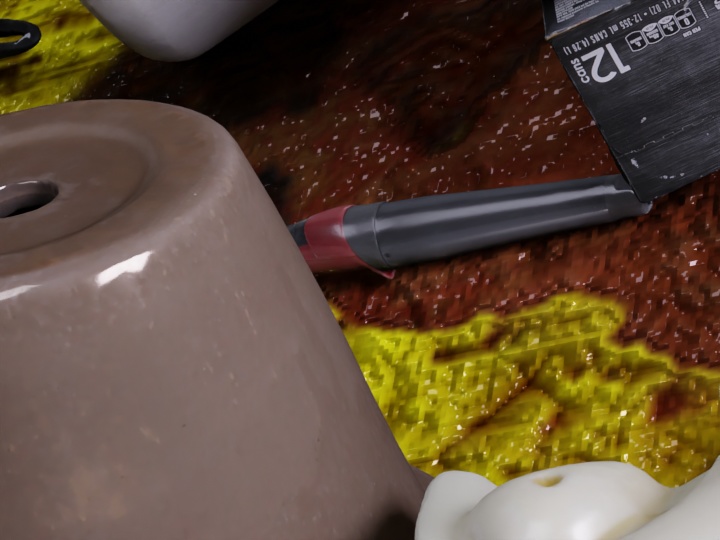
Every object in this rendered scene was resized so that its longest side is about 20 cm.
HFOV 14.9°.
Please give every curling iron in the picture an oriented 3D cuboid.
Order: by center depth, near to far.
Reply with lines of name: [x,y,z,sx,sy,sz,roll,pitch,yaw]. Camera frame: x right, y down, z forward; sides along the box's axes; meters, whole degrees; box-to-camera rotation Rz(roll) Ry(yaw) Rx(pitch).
curling iron: [0.000,0.000,0.881,0.199,0.026,0.050,-15,68,19]

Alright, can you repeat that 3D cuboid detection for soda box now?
soda box: [0.154,-0.099,0.809,0.199,0.071,0.064,-24,33,16]

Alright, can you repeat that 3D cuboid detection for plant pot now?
plant pot: [-0.066,0.057,0.714,0.199,0.176,0.201,-9,26,5]

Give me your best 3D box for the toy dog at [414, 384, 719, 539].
toy dog: [0.120,0.065,0.606,0.199,0.194,0.140,-28,79,10]

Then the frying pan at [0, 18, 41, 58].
frying pan: [-0.197,-0.097,1.106,0.189,0.031,0.115,-16,46,21]

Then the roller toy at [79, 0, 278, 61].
roller toy: [-0.068,-0.182,0.968,0.139,0.183,0.200,-35,43,6]
